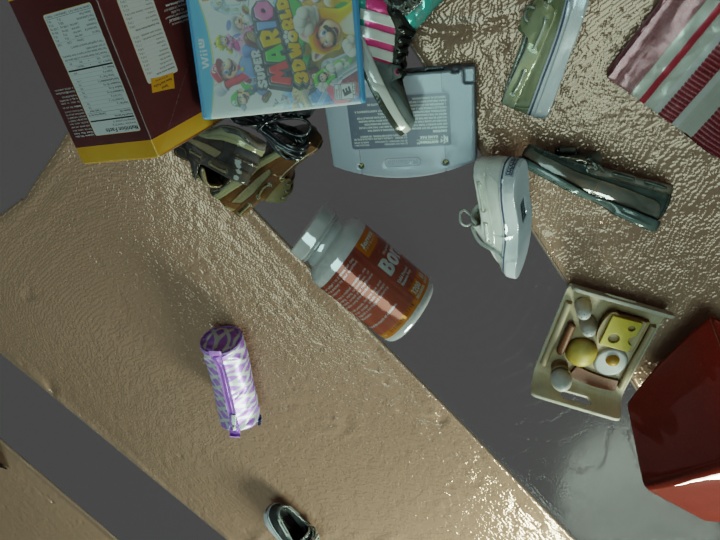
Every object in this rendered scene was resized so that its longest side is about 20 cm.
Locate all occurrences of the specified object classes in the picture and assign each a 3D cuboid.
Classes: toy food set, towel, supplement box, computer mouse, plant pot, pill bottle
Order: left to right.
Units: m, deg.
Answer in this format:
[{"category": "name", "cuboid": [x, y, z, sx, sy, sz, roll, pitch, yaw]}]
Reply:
[{"category": "supplement box", "cuboid": [-0.258, -0.262, 0.695, 0.129, 0.198, 0.204, 2, 122, 27]}, {"category": "computer mouse", "cuboid": [-0.083, -0.254, 0.720, 0.137, 0.053, 0.203, 31, 97, -15]}, {"category": "pill bottle", "cuboid": [0.000, 0.000, 0.843, 0.199, 0.113, 0.112, 38, 123, -10]}, {"category": "toy food set", "cuboid": [0.345, 0.123, 0.852, 0.140, 0.061, 0.204, 15, 124, 7]}, {"category": "towel", "cuboid": [0.396, -0.225, 0.650, 0.197, 0.023, 0.145, 32, 122, -7]}, {"category": "plant pot", "cuboid": [0.482, 0.223, 0.787, 0.197, 0.203, 0.176, 29, 134, -17]}]

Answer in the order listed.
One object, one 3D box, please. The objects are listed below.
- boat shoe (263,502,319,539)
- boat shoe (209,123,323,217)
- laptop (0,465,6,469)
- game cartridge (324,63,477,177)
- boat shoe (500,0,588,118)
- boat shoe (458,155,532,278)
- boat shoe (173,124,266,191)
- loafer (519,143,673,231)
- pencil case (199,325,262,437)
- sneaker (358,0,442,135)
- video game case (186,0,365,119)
[{"category": "boat shoe", "cuboid": [-0.123, 0.573, 1.253, 0.067, 0.074, 0.202, -25, 103, 43]}, {"category": "boat shoe", "cuboid": [-0.126, -0.136, 0.827, 0.197, 0.076, 0.074, -21, 119, 35]}, {"category": "laptop", "cuboid": [-0.947, 0.383, 1.408, 0.172, 0.103, 0.206, 12, 98, 7]}, {"category": "game cartridge", "cuboid": [0.052, -0.190, 0.760, 0.194, 0.042, 0.136, 1, 125, 15]}, {"category": "boat shoe", "cuboid": [0.206, -0.267, 0.647, 0.060, 0.073, 0.204, 12, 126, 5]}, {"category": "boat shoe", "cuboid": [0.172, -0.068, 0.765, 0.084, 0.076, 0.204, 16, 152, 28]}, {"category": "boat shoe", "cuboid": [-0.203, -0.150, 0.785, 0.073, 0.075, 0.198, 20, 175, -40]}, {"category": "loafer", "cuboid": [0.292, -0.118, 0.726, 0.196, 0.072, 0.064, 25, 106, -6]}, {"category": "pencil case", "cuboid": [-0.233, 0.199, 1.048, 0.081, 0.086, 0.205, 1, 120, 13]}, {"category": "sneaker", "cuboid": [0.049, -0.271, 0.668, 0.118, 0.084, 0.204, -24, 106, 11]}, {"category": "video game case", "cuboid": [-0.095, -0.252, 0.650, 0.194, 0.018, 0.147, -2, 104, 14]}]
